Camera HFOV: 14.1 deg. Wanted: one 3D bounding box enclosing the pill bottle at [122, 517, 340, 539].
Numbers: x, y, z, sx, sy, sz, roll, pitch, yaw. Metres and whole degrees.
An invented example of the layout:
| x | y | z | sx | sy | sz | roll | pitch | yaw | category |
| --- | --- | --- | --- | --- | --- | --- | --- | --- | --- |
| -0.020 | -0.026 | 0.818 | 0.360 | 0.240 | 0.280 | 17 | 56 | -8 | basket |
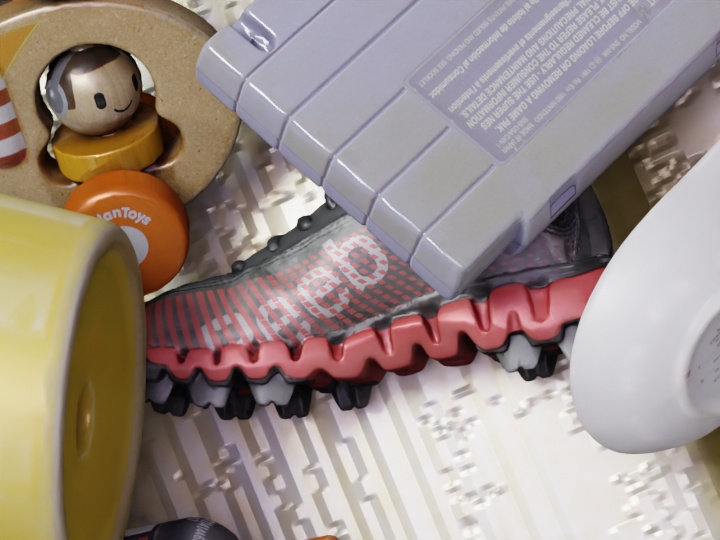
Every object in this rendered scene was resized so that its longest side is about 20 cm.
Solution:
| x | y | z | sx | sy | sz | roll | pitch | yaw | category |
| --- | --- | --- | --- | --- | --- | --- | --- | --- | --- |
| -0.096 | 0.150 | 1.046 | 0.199 | 0.106 | 0.107 | -13 | 82 | 9 | pill bottle |

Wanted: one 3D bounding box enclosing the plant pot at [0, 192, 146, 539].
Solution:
| x | y | z | sx | sy | sz | roll | pitch | yaw | category |
| --- | --- | --- | --- | --- | --- | --- | --- | --- | --- |
| -0.178 | 0.043 | 0.990 | 0.188 | 0.201 | 0.201 | 4 | 85 | 8 | plant pot |

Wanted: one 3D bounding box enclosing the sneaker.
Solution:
| x | y | z | sx | sy | sz | roll | pitch | yaw | category |
| --- | --- | --- | --- | --- | --- | --- | --- | --- | --- |
| 0.000 | 0.000 | 1.063 | 0.200 | 0.071 | 0.098 | -10 | 83 | 6 | sneaker |

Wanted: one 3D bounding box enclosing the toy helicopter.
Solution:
| x | y | z | sx | sy | sz | roll | pitch | yaw | category |
| --- | --- | --- | --- | --- | --- | --- | --- | --- | --- |
| -0.139 | -0.078 | 1.039 | 0.199 | 0.079 | 0.133 | 12 | 121 | -10 | toy helicopter |

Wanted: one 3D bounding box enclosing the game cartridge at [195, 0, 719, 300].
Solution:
| x | y | z | sx | sy | sz | roll | pitch | yaw | category |
| --- | --- | --- | --- | --- | --- | --- | --- | --- | --- |
| 0.054 | -0.092 | 1.043 | 0.130 | 0.038 | 0.200 | 44 | 64 | 7 | game cartridge |

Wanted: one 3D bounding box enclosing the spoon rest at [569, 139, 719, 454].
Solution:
| x | y | z | sx | sy | sz | roll | pitch | yaw | category |
| --- | --- | --- | --- | --- | --- | --- | --- | --- | --- |
| 0.145 | -0.017 | 1.040 | 0.200 | 0.099 | 0.061 | -46 | 47 | -9 | spoon rest |
